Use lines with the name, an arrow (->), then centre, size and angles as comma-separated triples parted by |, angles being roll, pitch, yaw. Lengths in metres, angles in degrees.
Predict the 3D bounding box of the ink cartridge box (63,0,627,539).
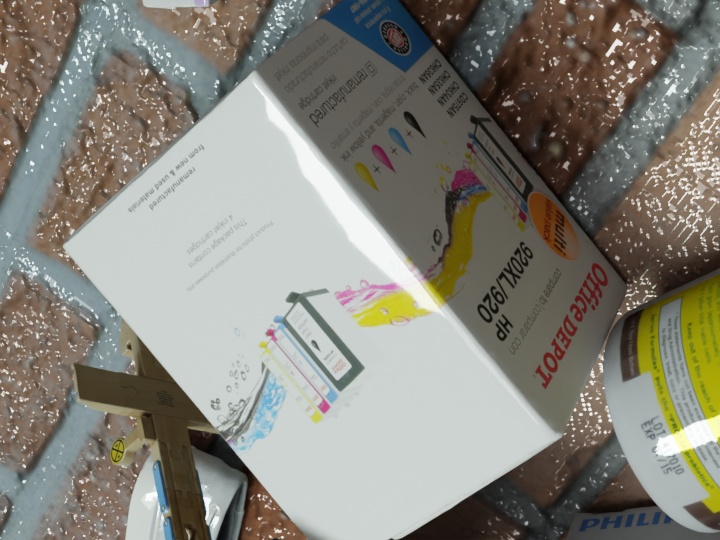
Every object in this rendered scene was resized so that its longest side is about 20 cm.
ink cartridge box -> 0.000, 0.000, 0.707 | 0.144, 0.147, 0.200 | -36, 97, 34

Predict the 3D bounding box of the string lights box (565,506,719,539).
string lights box -> 0.179, 0.221, 0.790 | 0.102, 0.059, 0.202 | -10, 111, 25

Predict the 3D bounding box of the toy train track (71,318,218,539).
toy train track -> -0.105, 0.113, 0.805 | 0.114, 0.202, 0.033 | 17, 133, -40

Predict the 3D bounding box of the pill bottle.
pill bottle -> 0.212, 0.033, 0.649 | 0.199, 0.109, 0.110 | -28, 102, 33

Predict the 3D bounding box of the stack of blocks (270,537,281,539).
stack of blocks -> -0.001, 0.182, 0.764 | 0.114, 0.200, 0.059 | 20, 84, 3

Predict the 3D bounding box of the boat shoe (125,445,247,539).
boat shoe -> -0.101, 0.196, 0.907 | 0.068, 0.072, 0.202 | 16, 112, 17

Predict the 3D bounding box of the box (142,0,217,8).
box -> -0.093, -0.224, 0.699 | 0.038, 0.041, 0.202 | 4, 118, 23
